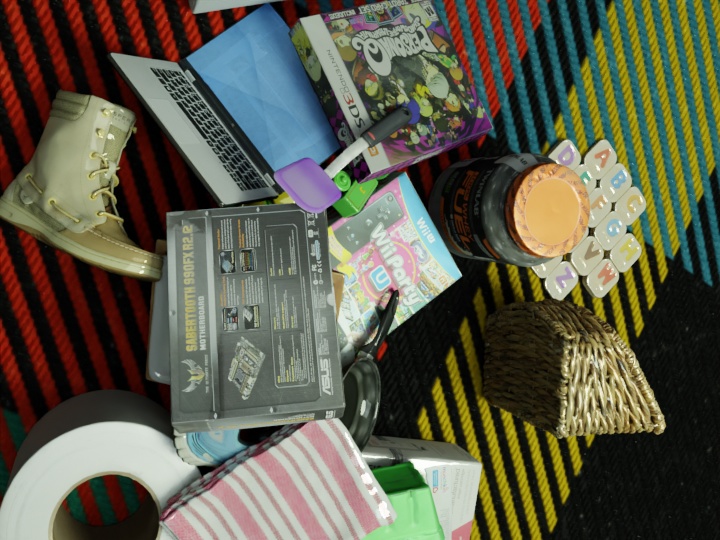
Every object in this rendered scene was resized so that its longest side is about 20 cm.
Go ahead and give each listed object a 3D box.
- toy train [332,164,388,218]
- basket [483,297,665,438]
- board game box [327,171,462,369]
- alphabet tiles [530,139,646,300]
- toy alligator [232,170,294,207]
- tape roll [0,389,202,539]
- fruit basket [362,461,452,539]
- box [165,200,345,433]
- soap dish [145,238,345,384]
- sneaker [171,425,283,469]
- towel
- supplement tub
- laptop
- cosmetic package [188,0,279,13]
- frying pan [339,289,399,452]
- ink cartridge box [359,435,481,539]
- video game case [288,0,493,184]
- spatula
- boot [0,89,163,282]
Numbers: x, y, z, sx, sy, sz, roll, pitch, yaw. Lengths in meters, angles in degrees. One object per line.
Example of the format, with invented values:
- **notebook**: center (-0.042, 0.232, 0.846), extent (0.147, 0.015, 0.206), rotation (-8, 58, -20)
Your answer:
- **toy train**: center (0.021, -0.141, 0.904), extent (0.056, 0.041, 0.202), rotation (45, 58, -19)
- **basket**: center (0.254, 0.108, 0.955), extent (0.145, 0.200, 0.147), rotation (0, 93, -17)
- **board game box**: center (0.000, 0.000, 0.928), extent (0.198, 0.064, 0.149), rotation (-36, 106, -14)
- **alphabet tiles**: center (0.295, -0.067, 1.053), extent (0.195, 0.015, 0.201), rotation (-43, 106, -12)
- **toy alligator**: center (-0.089, -0.099, 0.889), extent (0.197, 0.059, 0.055), rotation (-25, 102, -16)
- **tape roll**: center (-0.262, 0.239, 0.814), extent (0.198, 0.139, 0.208), rotation (-1, 94, -19)
- **fruit basket**: center (0.017, 0.318, 0.872), extent (0.181, 0.094, 0.205), rotation (-7, 112, -17)
- **box**: center (-0.100, 0.041, 0.739), extent (0.154, 0.048, 0.205), rotation (-5, 71, -6)
- **soap dish**: center (-0.122, 0.055, 0.838), extent (0.195, 0.081, 0.161), rotation (10, 109, 0)
- **sneaker**: center (-0.109, 0.175, 0.810), extent (0.088, 0.200, 0.080), rotation (-17, 64, 15)
- **towel**: center (-0.077, 0.238, 0.767), extent (0.198, 0.030, 0.148), rotation (-32, 107, 2)
- **supplement tub**: center (0.167, -0.070, 0.908), extent (0.120, 0.199, 0.126), rotation (-1, 95, -19)
- **laptop**: center (-0.118, -0.181, 0.816), extent (0.116, 0.200, 0.188), rotation (-41, 84, 20)
- **cosmetic package**: center (-0.109, -0.393, 0.797), extent (0.164, 0.166, 0.205), rotation (-14, 96, -17)
- **frying pan**: center (-0.004, 0.114, 0.867), extent (0.114, 0.030, 0.195), rotation (4, 94, -63)
- **ink cartridge box**: center (0.033, 0.284, 0.952), extent (0.195, 0.083, 0.150), rotation (9, 92, -20)
- **video game case**: center (0.039, -0.210, 0.885), extent (0.197, 0.036, 0.184), rotation (-23, 86, -35)
- **spatula**: center (-0.007, -0.119, 0.791), extent (0.057, 0.021, 0.199), rotation (47, 56, 3)
- **boot**: center (-0.257, -0.087, 0.790), extent (0.197, 0.073, 0.158), rotation (23, 83, 20)
